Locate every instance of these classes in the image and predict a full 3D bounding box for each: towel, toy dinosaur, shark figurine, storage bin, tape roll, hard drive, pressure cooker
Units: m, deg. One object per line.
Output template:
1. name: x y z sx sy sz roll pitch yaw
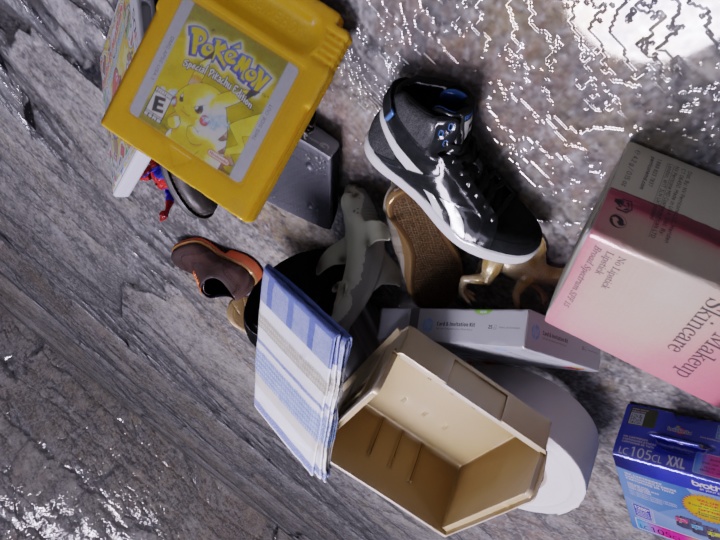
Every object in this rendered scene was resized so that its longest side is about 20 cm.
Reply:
1. towel: -0.069 0.113 0.684 0.146 0.023 0.204 36 130 38
2. toy dinosaur: 0.143 -0.013 0.655 0.196 0.059 0.102 27 133 1
3. shark figurine: 0.002 0.020 0.692 0.088 0.220 0.127 19 179 -37
4. storage bin: 0.075 0.183 0.700 0.198 0.095 0.199 34 140 -4
5. tape roll: 0.193 0.214 0.790 0.198 0.071 0.205 21 139 19
6. hard drive: -0.109 -0.139 0.734 0.197 0.043 0.136 28 148 16
7. pressure cooker: -0.050 0.098 0.858 0.173 0.180 0.202 5 137 36

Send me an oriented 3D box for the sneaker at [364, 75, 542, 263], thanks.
1. sneaker: 0.094 -0.092 0.562 0.198 0.074 0.112 36 151 4

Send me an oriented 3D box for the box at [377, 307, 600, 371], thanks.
1. box: 0.140 0.076 0.702 0.154 0.042 0.197 19 166 -41

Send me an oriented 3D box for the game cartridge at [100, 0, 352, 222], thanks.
1. game cartridge: -0.123 -0.177 0.576 0.174 0.203 0.032 32 -170 5

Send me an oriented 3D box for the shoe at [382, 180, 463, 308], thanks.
1. shoe: 0.070 -0.032 0.697 0.068 0.054 0.202 -19 135 2

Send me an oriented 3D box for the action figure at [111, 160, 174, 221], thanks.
1. action figure: -0.262 -0.106 0.883 0.197 0.099 0.066 18 144 32

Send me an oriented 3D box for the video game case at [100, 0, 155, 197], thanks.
1. video game case: -0.260 -0.204 0.708 0.199 0.022 0.187 -25 71 56

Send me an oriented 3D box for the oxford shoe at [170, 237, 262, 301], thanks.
1. oxford shoe: -0.254 0.000 1.033 0.196 0.073 0.072 12 142 35

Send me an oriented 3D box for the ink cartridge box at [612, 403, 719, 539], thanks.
1. ink cartridge box: 0.372 0.234 0.717 0.134 0.077 0.202 6 136 40

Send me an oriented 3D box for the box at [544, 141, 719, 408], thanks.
1. box: 0.267 0.013 0.495 0.197 0.110 0.129 27 148 16

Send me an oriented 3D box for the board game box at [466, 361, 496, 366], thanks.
1. board game box: 0.163 0.178 0.883 0.197 0.041 0.154 32 148 9

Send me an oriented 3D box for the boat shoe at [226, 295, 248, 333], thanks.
1. boat shoe: -0.138 0.101 1.063 0.198 0.075 0.069 37 175 -18

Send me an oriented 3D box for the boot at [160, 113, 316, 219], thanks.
1. boot: -0.123 -0.147 0.642 0.170 0.069 0.205 7 110 27
